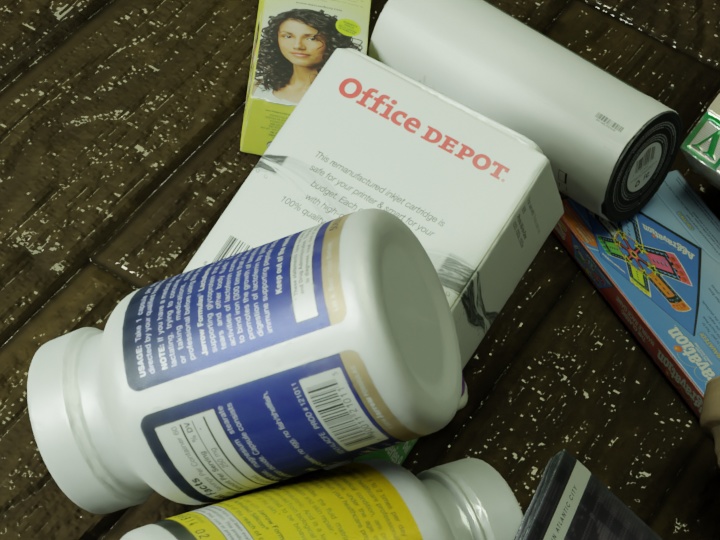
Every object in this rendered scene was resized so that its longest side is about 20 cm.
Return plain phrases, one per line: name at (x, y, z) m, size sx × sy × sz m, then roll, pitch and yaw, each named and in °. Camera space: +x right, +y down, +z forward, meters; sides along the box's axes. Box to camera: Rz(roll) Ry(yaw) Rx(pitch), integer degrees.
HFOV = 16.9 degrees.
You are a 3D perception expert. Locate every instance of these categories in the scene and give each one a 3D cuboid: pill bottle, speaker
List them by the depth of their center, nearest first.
pill bottle at (-0.059, 0.051, 1.214) m, size 0.199 × 0.116 × 0.116 m, roll -18°, pitch 40°, yaw 20°
pill bottle at (-0.017, 0.159, 1.223) m, size 0.199 × 0.112 × 0.111 m, roll -15°, pitch 52°, yaw -28°
speaker at (0.101, -0.112, 1.534) m, size 0.200 × 0.081 × 0.081 m, roll 34°, pitch 46°, yaw 28°

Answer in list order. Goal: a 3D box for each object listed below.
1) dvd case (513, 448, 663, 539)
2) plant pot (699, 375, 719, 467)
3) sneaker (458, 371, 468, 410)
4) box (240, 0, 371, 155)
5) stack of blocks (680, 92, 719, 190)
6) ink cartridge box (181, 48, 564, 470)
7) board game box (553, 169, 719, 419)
dvd case at (0.147, 0.206, 1.229) m, size 0.200 × 0.016 × 0.149 m, roll 43°, pitch 44°, yaw -12°
plant pot at (0.277, 0.127, 1.321) m, size 0.200 × 0.201 × 0.093 m, roll 15°, pitch 81°, yaw -1°
sneaker at (0.014, 0.000, 1.410) m, size 0.080 × 0.084 × 0.201 m, roll -3°, pitch 48°, yaw -18°
box at (-0.032, -0.154, 1.574) m, size 0.075 × 0.050 × 0.201 m, roll 10°, pitch 44°, yaw -6°
stack of blocks at (0.297, -0.037, 1.502) m, size 0.200 × 0.059 × 0.115 m, roll 38°, pitch 89°, yaw 21°
ink cartridge box at (0.000, 0.000, 1.333) m, size 0.146 × 0.084 × 0.200 m, roll 30°, pitch 78°, yaw 22°
board game box at (0.208, 0.020, 1.491) m, size 0.103 × 0.020 × 0.200 m, roll -14°, pitch 51°, yaw -29°
